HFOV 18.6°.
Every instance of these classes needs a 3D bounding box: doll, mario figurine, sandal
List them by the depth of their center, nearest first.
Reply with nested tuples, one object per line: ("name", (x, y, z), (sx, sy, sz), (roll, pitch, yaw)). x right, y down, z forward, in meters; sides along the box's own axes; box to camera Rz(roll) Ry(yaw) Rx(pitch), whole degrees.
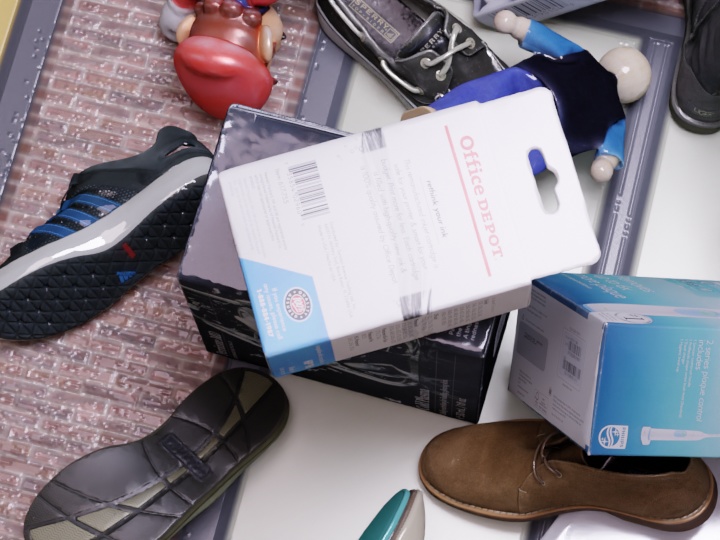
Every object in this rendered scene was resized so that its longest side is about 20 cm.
("sandal", (-0.129, 0.141, 1.454), (0.201, 0.057, 0.080), (-32, 69, -23))
("doll", (0.122, -0.114, 1.485), (0.200, 0.048, 0.137), (-22, 79, -33))
("mario figurine", (-0.073, -0.203, 1.526), (0.106, 0.123, 0.201), (7, 99, -22))

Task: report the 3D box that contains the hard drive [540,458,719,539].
("hard drive", (0.188, 0.194, 1.440), (0.132, 0.027, 0.200), (36, 78, 12))

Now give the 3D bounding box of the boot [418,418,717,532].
("boot", (0.127, 0.121, 1.421), (0.199, 0.075, 0.074), (3, 65, 22))

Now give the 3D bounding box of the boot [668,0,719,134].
("boot", (0.262, -0.191, 1.462), (0.072, 0.200, 0.182), (8, 74, 1))

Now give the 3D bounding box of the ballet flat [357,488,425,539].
("ballet flat", (-0.005, 0.235, 1.421), (0.069, 0.069, 0.200), (36, 79, 11))

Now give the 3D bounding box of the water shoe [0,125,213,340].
("water shoe", (-0.184, -0.024, 1.507), (0.200, 0.072, 0.079), (-30, 47, -6))

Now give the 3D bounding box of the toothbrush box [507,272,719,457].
("toothbrush box", (0.212, 0.059, 1.381), (0.199, 0.146, 0.086), (4, 101, -16))

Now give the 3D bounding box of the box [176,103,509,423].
("box", (0.000, 0.000, 1.413), (0.196, 0.200, 0.124), (16, 75, 7))

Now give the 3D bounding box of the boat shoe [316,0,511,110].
("boat shoe", (0.048, -0.147, 1.527), (0.200, 0.064, 0.071), (36, 77, 11))

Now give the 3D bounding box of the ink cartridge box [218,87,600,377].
("ink cartridge box", (0.028, -0.022, 1.280), (0.199, 0.068, 0.116), (-15, 76, -1))

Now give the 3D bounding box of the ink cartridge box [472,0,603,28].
("ink cartridge box", (0.165, -0.283, 1.516), (0.198, 0.043, 0.201), (-13, 66, 44))
